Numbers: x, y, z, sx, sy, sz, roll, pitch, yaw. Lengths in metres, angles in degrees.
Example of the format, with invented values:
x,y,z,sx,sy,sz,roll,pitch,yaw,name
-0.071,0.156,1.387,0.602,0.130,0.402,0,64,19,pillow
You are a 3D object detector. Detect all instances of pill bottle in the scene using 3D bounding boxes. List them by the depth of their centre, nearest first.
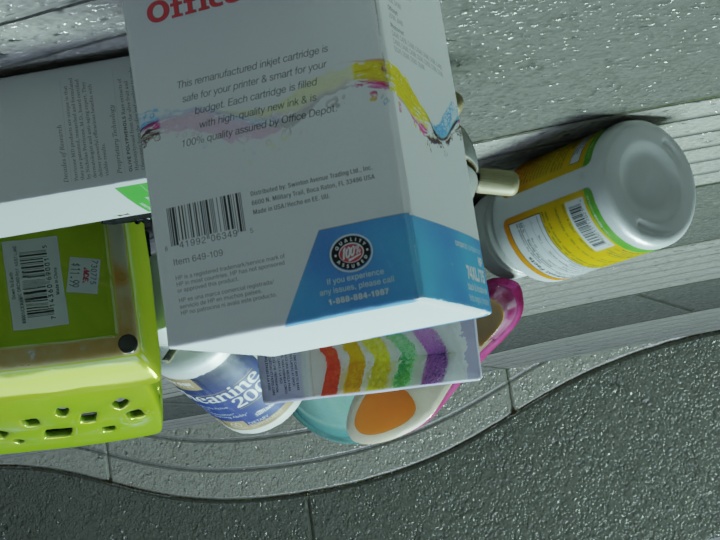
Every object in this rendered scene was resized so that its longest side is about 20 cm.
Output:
x,y,z,sx,sy,sz,roll,pitch,yaw,name
0.186,-0.053,1.453,0.111,0.112,0.200,-2,169,-34,pill bottle
-0.137,0.065,1.545,0.110,0.111,0.200,-12,147,23,pill bottle

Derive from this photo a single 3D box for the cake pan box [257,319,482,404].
x,y,z,sx,sy,sz,roll,pitch,yaw,name
0.000,0.000,1.349,0.183,0.201,0.052,-5,-178,1,cake pan box

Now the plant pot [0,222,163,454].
x,y,z,sx,sy,sz,roll,pitch,yaw,name
-0.260,0.032,1.346,0.198,0.201,0.182,-5,165,-13,plant pot

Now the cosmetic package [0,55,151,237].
x,y,z,sx,sy,sz,roll,pitch,yaw,name
-0.195,-0.077,1.065,0.199,0.085,0.108,-11,172,6,cosmetic package

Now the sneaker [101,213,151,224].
x,y,z,sx,sy,sz,roll,pitch,yaw,name
-0.162,-0.063,1.264,0.104,0.060,0.200,-9,165,-6,sneaker

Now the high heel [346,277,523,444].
x,y,z,sx,sy,sz,roll,pitch,yaw,name
0.068,0.081,1.508,0.200,0.067,0.096,-49,174,20,high heel

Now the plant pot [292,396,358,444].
x,y,z,sx,sy,sz,roll,pitch,yaw,name
-0.020,0.085,1.913,0.199,0.201,0.196,-9,163,7,plant pot

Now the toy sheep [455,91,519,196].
x,y,z,sx,sy,sz,roll,pitch,yaw,name
0.013,-0.072,1.142,0.199,0.139,0.138,12,168,-5,toy sheep

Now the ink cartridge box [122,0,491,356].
x,y,z,sx,sy,sz,roll,pitch,yaw,name
-0.027,-0.064,0.926,0.146,0.201,0.146,-11,172,18,ink cartridge box

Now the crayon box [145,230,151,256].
x,y,z,sx,sy,sz,roll,pitch,yaw,name
-0.290,0.013,1.600,0.118,0.059,0.200,-2,169,-30,crayon box

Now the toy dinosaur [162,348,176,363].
x,y,z,sx,sy,sz,roll,pitch,yaw,name
-0.091,-0.014,1.274,0.047,0.201,0.088,20,173,35,toy dinosaur
